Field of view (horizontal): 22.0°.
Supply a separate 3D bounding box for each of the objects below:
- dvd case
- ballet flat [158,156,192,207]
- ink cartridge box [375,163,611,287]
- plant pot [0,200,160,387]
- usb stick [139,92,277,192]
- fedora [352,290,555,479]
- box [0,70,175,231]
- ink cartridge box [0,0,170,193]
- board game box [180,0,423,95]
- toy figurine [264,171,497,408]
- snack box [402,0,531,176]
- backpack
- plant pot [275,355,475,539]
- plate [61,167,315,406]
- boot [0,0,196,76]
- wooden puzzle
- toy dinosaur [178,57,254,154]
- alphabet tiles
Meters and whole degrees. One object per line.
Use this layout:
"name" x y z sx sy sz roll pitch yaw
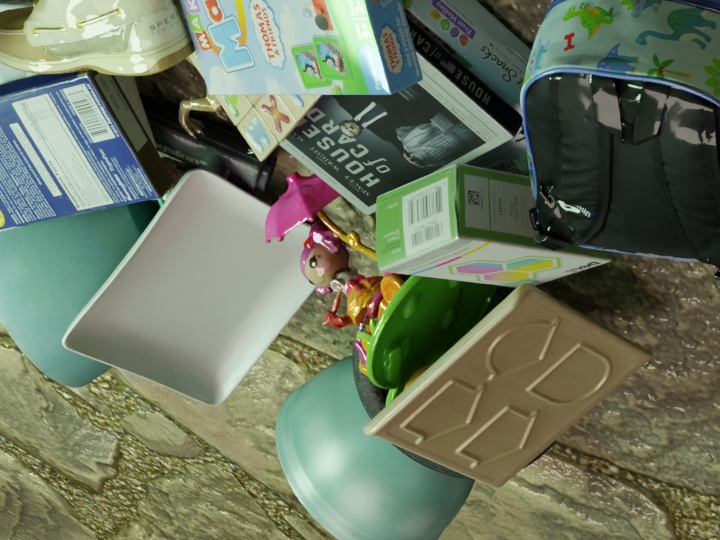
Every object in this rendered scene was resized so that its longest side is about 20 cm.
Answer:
"dvd case" 0.006 -0.119 1.362 0.150 0.025 0.200 38 148 -17
"ballet flat" -0.136 -0.044 1.670 0.063 0.076 0.200 -15 149 2
"ink cartridge box" 0.121 -0.028 1.404 0.199 0.060 0.104 7 164 -33
"plant pot" -0.244 -0.014 1.683 0.134 0.201 0.200 -28 131 14
"usb stick" -0.167 -0.120 1.582 0.199 0.033 0.056 23 150 -1
"fedora" 0.094 0.084 1.647 0.199 0.092 0.202 4 111 10
"box" -0.259 -0.100 1.526 0.199 0.032 0.122 -9 121 34
"ink cartridge box" -0.272 -0.144 1.549 0.198 0.041 0.201 4 128 29
"board game box" -0.054 -0.195 1.266 0.199 0.036 0.152 6 119 49
"toy figurine" 0.000 0.000 1.544 0.184 0.150 0.201 41 147 27
"snack box" 0.067 -0.132 1.378 0.200 0.053 0.142 38 149 -26
"backpack" 0.198 -0.109 1.229 0.182 0.148 0.200 11 153 21
"plant pot" 0.039 0.153 1.755 0.200 0.201 0.134 33 126 -17
"plate" -0.139 0.013 1.631 0.199 0.200 0.032 27 -162 -44
"boot" -0.219 -0.226 1.371 0.199 0.072 0.156 8 125 38
"wooden puzzle" 0.119 0.090 1.521 0.185 0.046 0.199 -43 140 21
"toy dinosaur" -0.106 -0.155 1.480 0.199 0.058 0.101 24 136 -12
"alphabet tiles" -0.077 -0.191 1.333 0.168 0.008 0.200 56 144 6
